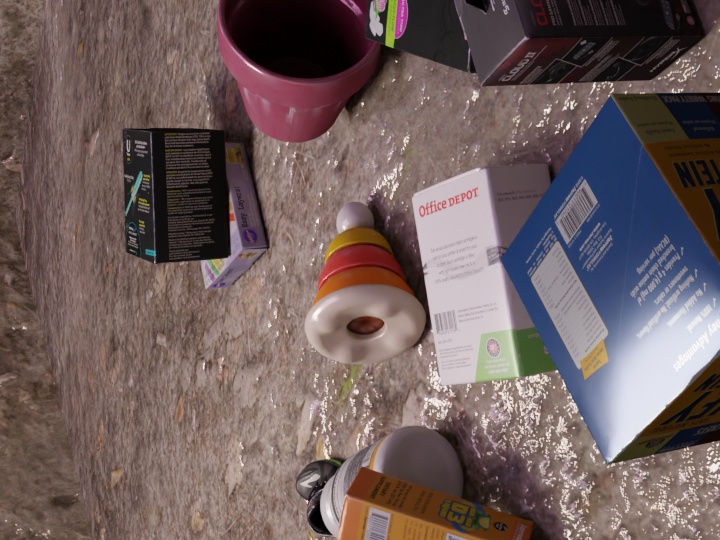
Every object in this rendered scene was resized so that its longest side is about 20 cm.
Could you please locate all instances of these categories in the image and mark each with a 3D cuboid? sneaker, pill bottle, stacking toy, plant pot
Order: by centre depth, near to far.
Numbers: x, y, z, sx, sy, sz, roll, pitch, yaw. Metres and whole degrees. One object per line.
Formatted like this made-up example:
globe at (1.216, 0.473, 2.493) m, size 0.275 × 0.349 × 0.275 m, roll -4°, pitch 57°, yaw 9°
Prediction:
pill bottle at (0.031, 0.265, 1.299) m, size 0.200 × 0.115 × 0.118 m, roll -43°, pitch 58°, yaw 57°
stacking toy at (0.000, 0.000, 1.330) m, size 0.147 × 0.144 × 0.202 m, roll 117°, pitch 155°, yaw -46°
plant pot at (-0.079, -0.260, 1.341) m, size 0.180 × 0.197 × 0.202 m, roll 106°, pitch 147°, yaw -62°
sneaker at (-0.043, 0.313, 1.481) m, size 0.199 × 0.083 × 0.078 m, roll 16°, pitch 109°, yaw 60°

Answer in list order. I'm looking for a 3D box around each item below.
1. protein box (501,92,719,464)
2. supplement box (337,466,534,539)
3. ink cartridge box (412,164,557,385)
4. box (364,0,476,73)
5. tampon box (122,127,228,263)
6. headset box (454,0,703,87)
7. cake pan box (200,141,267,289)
protein box at (0.240, 0.005, 0.833) m, size 0.202 × 0.133 × 0.199 m, roll 66°, pitch 147°, yaw 30°
supplement box at (0.079, 0.275, 1.143) m, size 0.197 × 0.067 × 0.070 m, roll 17°, pitch 113°, yaw 12°
ink cartridge box at (0.133, 0.006, 1.088) m, size 0.145 × 0.083 × 0.203 m, roll -16°, pitch 81°, yaw 61°
box at (0.106, -0.279, 1.039) m, size 0.200 × 0.123 × 0.151 m, roll 35°, pitch 126°, yaw 54°
tampon box at (-0.294, -0.123, 1.716) m, size 0.149 × 0.125 × 0.203 m, roll 16°, pitch 109°, yaw 59°
headset box at (0.158, -0.233, 0.872) m, size 0.077 × 0.197 × 0.151 m, roll -41°, pitch 59°, yaw 57°
cake pan box at (-0.223, -0.086, 1.776) m, size 0.200 × 0.052 × 0.187 m, roll -37°, pitch 61°, yaw 58°
